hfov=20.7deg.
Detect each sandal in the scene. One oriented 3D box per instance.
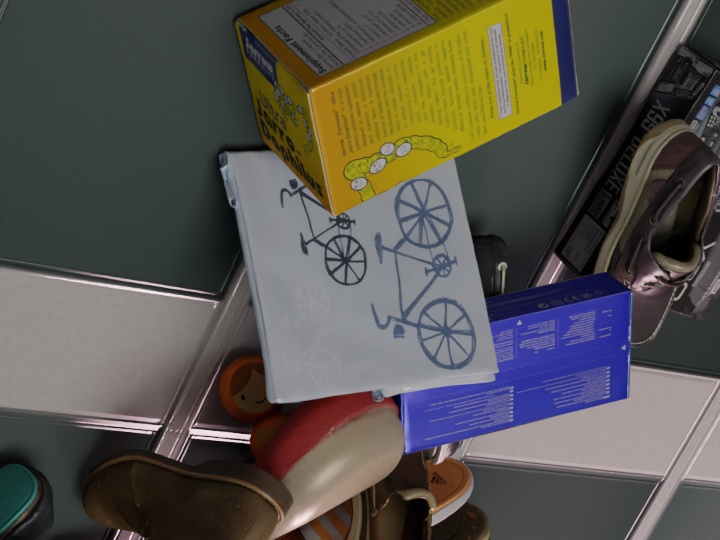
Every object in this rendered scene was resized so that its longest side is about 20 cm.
[{"bbox_3d":[0.001,0.192,1.592,0.206,0.079,0.059,-30,134,-25],"label":"sandal"}]

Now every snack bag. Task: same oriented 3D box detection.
[{"bbox_3d":[0.000,0.000,1.403,0.199,0.021,0.190,-8,82,-32],"label":"snack bag"}]

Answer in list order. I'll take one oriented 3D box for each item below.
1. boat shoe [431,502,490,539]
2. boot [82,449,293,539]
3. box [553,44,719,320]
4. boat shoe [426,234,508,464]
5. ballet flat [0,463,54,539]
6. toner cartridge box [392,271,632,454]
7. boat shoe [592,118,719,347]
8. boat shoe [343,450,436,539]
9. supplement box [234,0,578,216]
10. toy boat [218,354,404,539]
[{"bbox_3d":[0.029,0.275,1.671,0.199,0.072,0.068,-30,132,-17],"label":"boat shoe"},{"bbox_3d":[-0.141,0.177,1.399,0.074,0.199,0.076,50,55,-31],"label":"boot"},{"bbox_3d":[0.269,-0.067,1.599,0.157,0.050,0.201,17,110,-40],"label":"box"},{"bbox_3d":[0.081,0.064,1.548,0.060,0.076,0.201,-10,128,-22],"label":"boat shoe"},{"bbox_3d":[-0.298,0.218,1.404,0.200,0.073,0.073,-39,136,-13],"label":"ballet flat"},{"bbox_3d":[0.111,0.069,1.500,0.199,0.043,0.096,-11,117,-22],"label":"toner cartridge box"},{"bbox_3d":[0.233,-0.018,1.528,0.072,0.065,0.201,-10,127,-31],"label":"boat shoe"},{"bbox_3d":[0.032,0.173,1.525,0.074,0.075,0.204,12,75,-38],"label":"boat shoe"},{"bbox_3d":[0.033,-0.143,1.336,0.199,0.109,0.110,-26,133,-16],"label":"supplement box"},{"bbox_3d":[-0.061,0.123,1.464,0.130,0.131,0.200,-25,174,-40],"label":"toy boat"}]
